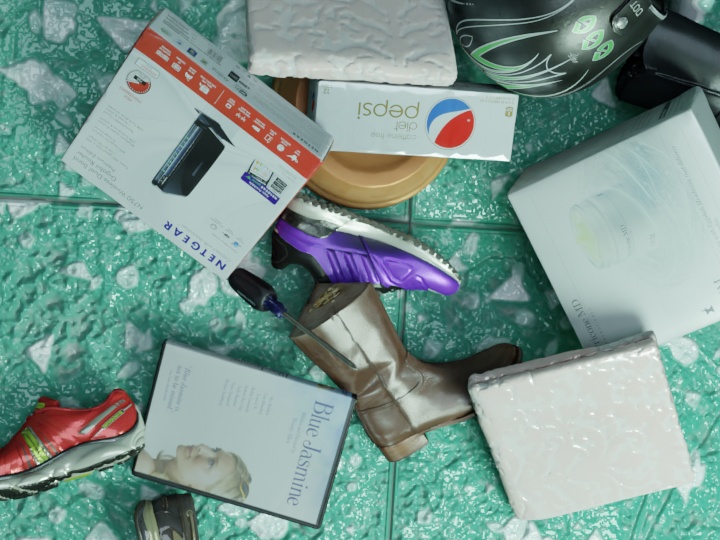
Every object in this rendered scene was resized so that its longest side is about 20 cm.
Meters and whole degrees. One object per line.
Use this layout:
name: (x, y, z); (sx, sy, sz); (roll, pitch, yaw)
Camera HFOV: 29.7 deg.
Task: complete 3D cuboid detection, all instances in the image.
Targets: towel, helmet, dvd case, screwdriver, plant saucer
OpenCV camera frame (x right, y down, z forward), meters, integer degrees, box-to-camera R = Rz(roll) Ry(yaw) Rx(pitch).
towel: (0.220, 0.158, 1.349); (0.189, 0.032, 0.201); (-16, 125, 11)
helmet: (0.176, -0.262, 1.296); (0.189, 0.200, 0.201); (-27, 99, 24)
dvd case: (-0.115, 0.162, 1.335); (0.198, 0.018, 0.144); (16, 102, 0)
screwdriver: (-0.065, 0.051, 1.298); (0.028, 0.200, 0.029); (-3, 122, -42)
plant saucer: (0.008, -0.163, 1.365); (0.198, 0.037, 0.203); (-1, 94, -11)
towel: (-0.015, -0.256, 1.308); (0.197, 0.032, 0.193); (1, 55, -12)

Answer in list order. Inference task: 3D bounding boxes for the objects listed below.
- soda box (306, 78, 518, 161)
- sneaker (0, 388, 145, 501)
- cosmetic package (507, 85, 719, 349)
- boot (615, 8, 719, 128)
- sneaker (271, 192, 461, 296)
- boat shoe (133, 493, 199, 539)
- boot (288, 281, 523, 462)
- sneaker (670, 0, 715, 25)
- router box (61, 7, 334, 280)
soda box: (0.049, -0.149, 1.317); (0.197, 0.064, 0.069); (3, 106, -10)
sneaker: (-0.309, 0.167, 1.315); (0.198, 0.077, 0.086); (-16, 76, -10)
cosmetic package: (0.281, -0.041, 1.341); (0.199, 0.123, 0.201); (-25, 98, 24)
boot: (0.341, -0.162, 1.399); (0.166, 0.077, 0.202); (18, 126, 6)
sneaker: (0.000, 0.000, 1.362); (0.198, 0.070, 0.100); (22, 97, -9)
boat shoe: (-0.162, 0.314, 1.339); (0.073, 0.074, 0.202); (-20, 98, -9)
boot: (0.046, 0.070, 1.347); (0.186, 0.064, 0.201); (-37, 114, -5)
sneaker: (0.299, -0.344, 1.399); (0.138, 0.078, 0.203); (6, 91, -3)
router box: (-0.154, -0.114, 1.279); (0.199, 0.049, 0.180); (36, 124, -9)
